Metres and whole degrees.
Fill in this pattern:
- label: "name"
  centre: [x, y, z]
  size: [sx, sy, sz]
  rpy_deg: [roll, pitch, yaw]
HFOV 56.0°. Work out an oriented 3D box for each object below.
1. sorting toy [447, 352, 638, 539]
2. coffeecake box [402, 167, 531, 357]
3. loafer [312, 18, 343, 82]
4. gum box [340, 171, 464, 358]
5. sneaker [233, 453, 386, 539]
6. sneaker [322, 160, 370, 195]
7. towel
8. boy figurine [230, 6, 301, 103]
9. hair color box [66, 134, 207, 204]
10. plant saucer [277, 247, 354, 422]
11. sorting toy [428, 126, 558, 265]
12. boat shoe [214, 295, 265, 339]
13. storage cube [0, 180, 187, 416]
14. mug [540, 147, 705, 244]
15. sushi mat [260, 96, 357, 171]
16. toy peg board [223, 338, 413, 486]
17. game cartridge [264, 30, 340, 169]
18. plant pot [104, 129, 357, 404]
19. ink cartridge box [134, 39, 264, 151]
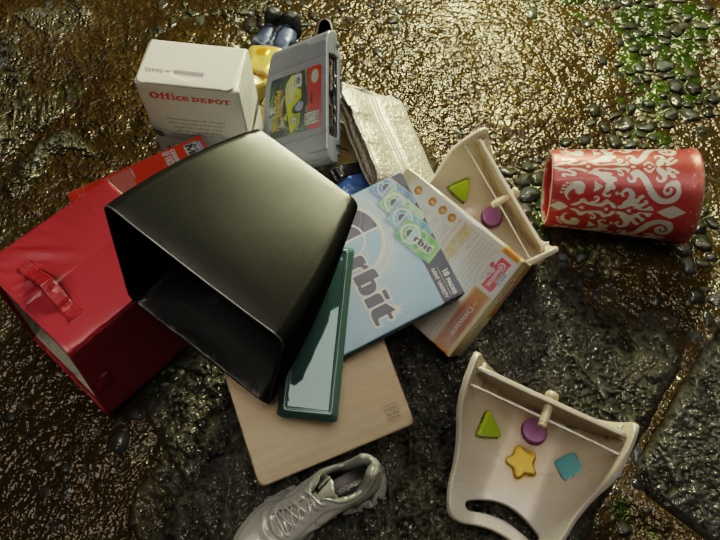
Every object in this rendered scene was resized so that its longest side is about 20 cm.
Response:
- label: "sorting toy"
  centre: [0.189, 0.227, 0.791]
  size: [0.197, 0.107, 0.182]
  rpy_deg: [23, 73, 15]
- label: "coffeecake box"
  centre: [0.099, -0.011, 0.898]
  size: [0.200, 0.073, 0.154]
  rpy_deg: [42, 102, 21]
- label: "loafer"
  centre: [-0.061, -0.326, 1.115]
  size: [0.070, 0.063, 0.203]
  rpy_deg: [-2, 63, -4]
- label: "gum box"
  centre: [0.000, 0.000, 0.825]
  size: [0.198, 0.045, 0.172]
  rpy_deg: [-26, 79, -9]
- label: "sneaker"
  centre: [-0.060, 0.270, 0.778]
  size: [0.198, 0.081, 0.076]
  rpy_deg: [-29, 66, -14]
- label: "sneaker"
  centre: [-0.035, -0.086, 0.974]
  size: [0.199, 0.077, 0.111]
  rpy_deg: [-38, 74, -24]
- label: "towel"
  centre: [0.039, -0.197, 1.012]
  size: [0.131, 0.035, 0.202]
  rpy_deg: [4, 53, -38]
- label: "boy figurine"
  centre: [-0.167, -0.352, 1.133]
  size: [0.122, 0.065, 0.202]
  rpy_deg: [17, 59, 6]
- label: "hair color box"
  centre: [-0.295, -0.099, 0.964]
  size: [0.198, 0.111, 0.064]
  rpy_deg: [-29, 65, -15]
- label: "plant saucer"
  centre: [-0.050, 0.067, 0.773]
  size: [0.069, 0.019, 0.204]
  rpy_deg: [6, 77, -1]
- label: "sorting toy"
  centre: [0.146, -0.062, 0.958]
  size: [0.178, 0.107, 0.202]
  rpy_deg: [-27, 76, 1]
- label: "boat shoe"
  centre: [-0.149, -0.002, 0.824]
  size: [0.063, 0.071, 0.203]
  rpy_deg: [-14, 61, -5]
- label: "storage cube"
  centre: [-0.316, 0.034, 0.844]
  size: [0.170, 0.201, 0.180]
  rpy_deg: [36, 60, 19]
- label: "mug"
  centre: [0.368, -0.113, 0.987]
  size: [0.196, 0.178, 0.136]
  rpy_deg: [4, 97, 7]
- label: "sushi mat"
  centre: [-0.078, -0.220, 1.068]
  size: [0.198, 0.012, 0.097]
  rpy_deg: [30, 91, 16]
- label: "toy peg board"
  centre: [-0.063, 0.136, 0.858]
  size: [0.197, 0.098, 0.202]
  rpy_deg: [-19, 78, -9]
- label: "game cartridge"
  centre: [-0.090, -0.249, 1.026]
  size: [0.132, 0.041, 0.204]
  rpy_deg: [-8, 79, 40]
- label: "plant pot"
  centre: [-0.112, -0.016, 0.692]
  size: [0.198, 0.201, 0.178]
  rpy_deg: [36, 61, 7]
- label: "ink cartridge box"
  centre: [-0.222, -0.225, 0.982]
  size: [0.143, 0.201, 0.086]
  rpy_deg: [6, 60, 3]
